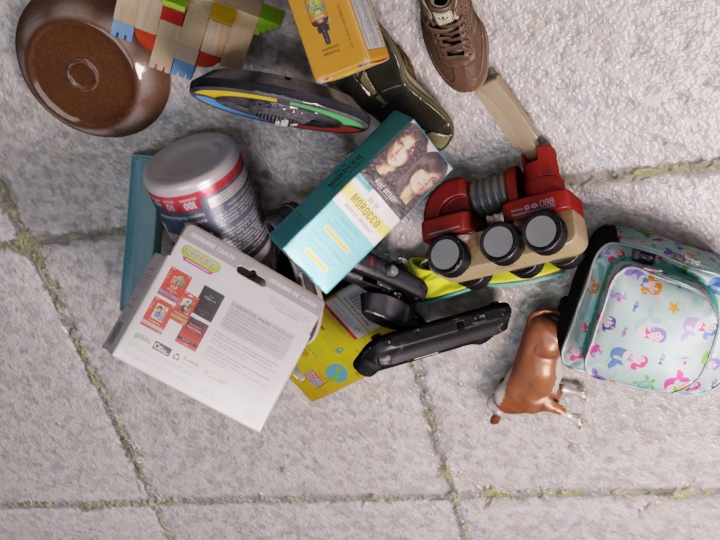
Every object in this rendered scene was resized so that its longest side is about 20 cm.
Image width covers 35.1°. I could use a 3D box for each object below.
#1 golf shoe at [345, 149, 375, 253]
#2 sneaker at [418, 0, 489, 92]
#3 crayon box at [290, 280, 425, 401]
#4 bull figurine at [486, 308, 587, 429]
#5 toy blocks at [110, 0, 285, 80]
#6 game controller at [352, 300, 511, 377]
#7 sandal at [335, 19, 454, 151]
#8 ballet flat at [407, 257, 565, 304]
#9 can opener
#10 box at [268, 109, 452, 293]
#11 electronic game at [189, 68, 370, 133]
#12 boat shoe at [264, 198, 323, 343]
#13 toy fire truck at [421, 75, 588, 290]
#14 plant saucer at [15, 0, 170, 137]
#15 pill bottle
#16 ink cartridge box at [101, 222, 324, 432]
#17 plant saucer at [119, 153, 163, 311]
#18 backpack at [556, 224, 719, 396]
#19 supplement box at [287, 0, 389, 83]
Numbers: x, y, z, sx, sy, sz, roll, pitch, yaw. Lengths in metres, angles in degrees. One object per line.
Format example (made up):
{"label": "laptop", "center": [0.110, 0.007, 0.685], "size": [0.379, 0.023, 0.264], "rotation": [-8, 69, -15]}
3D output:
{"label": "golf shoe", "center": [-0.015, -0.065, 1.382], "size": [0.094, 0.078, 0.200], "rotation": [46, 131, 12]}
{"label": "sneaker", "center": [0.086, -0.268, 1.192], "size": [0.070, 0.076, 0.200], "rotation": [-5, 122, 20]}
{"label": "crayon box", "center": [-0.027, 0.082, 1.494], "size": [0.200, 0.051, 0.127], "rotation": [-29, 112, 31]}
{"label": "bull figurine", "center": [0.235, 0.135, 1.447], "size": [0.121, 0.065, 0.200], "rotation": [15, 128, 3]}
{"label": "toy blocks", "center": [-0.196, -0.275, 1.270], "size": [0.199, 0.100, 0.137], "rotation": [19, 141, -9]}
{"label": "game controller", "center": [0.088, 0.083, 1.392], "size": [0.104, 0.199, 0.042], "rotation": [-41, 65, 65]}
{"label": "sandal", "center": [0.030, -0.209, 1.267], "size": [0.080, 0.057, 0.201], "rotation": [-25, 126, 24]}
{"label": "ballet flat", "center": [0.146, -0.008, 1.375], "size": [0.199, 0.067, 0.067], "rotation": [-12, 101, 26]}
{"label": "can opener", "center": [0.000, 0.000, 1.332], "size": [0.063, 0.079, 0.200], "rotation": [-30, 133, 35]}
{"label": "box", "center": [0.001, -0.075, 1.250], "size": [0.200, 0.049, 0.082], "rotation": [-45, 121, -3]}
{"label": "electronic game", "center": [-0.087, -0.179, 1.241], "size": [0.199, 0.200, 0.042], "rotation": [10, 88, 9]}
{"label": "boat shoe", "center": [-0.091, 0.010, 1.401], "size": [0.073, 0.063, 0.201], "rotation": [26, 128, 37]}
{"label": "toy fire truck", "center": [0.150, -0.097, 1.289], "size": [0.176, 0.201, 0.129], "rotation": [-14, 161, 26]}
{"label": "plant saucer", "center": [-0.326, -0.240, 1.360], "size": [0.200, 0.037, 0.201], "rotation": [7, 126, 10]}
{"label": "pill bottle", "center": [-0.175, -0.056, 1.393], "size": [0.119, 0.120, 0.200], "rotation": [-5, 127, 20]}
{"label": "ink cartridge box", "center": [-0.170, 0.065, 1.342], "size": [0.200, 0.176, 0.084], "rotation": [32, 171, -19]}
{"label": "plant saucer", "center": [-0.270, -0.043, 1.422], "size": [0.070, 0.019, 0.201], "rotation": [11, 96, 48]}
{"label": "backpack", "center": [0.342, 0.055, 1.304], "size": [0.199, 0.151, 0.178], "rotation": [15, 111, -4]}
{"label": "supplement box", "center": [-0.039, -0.298, 1.172], "size": [0.066, 0.069, 0.201], "rotation": [-16, 95, 25]}
